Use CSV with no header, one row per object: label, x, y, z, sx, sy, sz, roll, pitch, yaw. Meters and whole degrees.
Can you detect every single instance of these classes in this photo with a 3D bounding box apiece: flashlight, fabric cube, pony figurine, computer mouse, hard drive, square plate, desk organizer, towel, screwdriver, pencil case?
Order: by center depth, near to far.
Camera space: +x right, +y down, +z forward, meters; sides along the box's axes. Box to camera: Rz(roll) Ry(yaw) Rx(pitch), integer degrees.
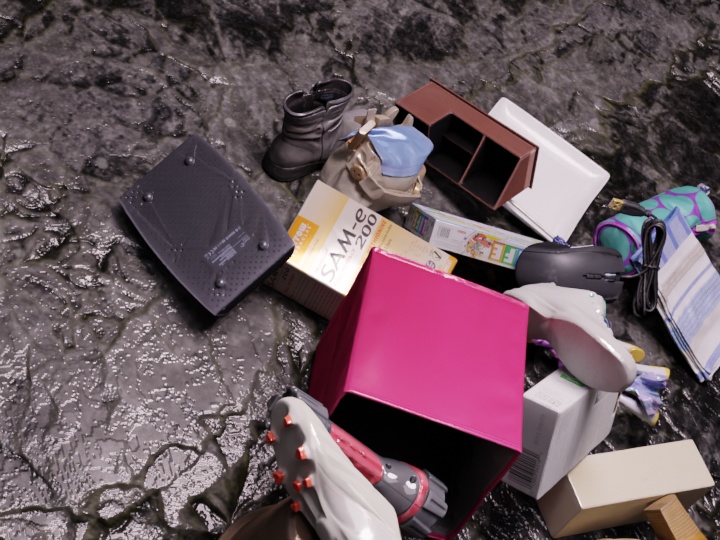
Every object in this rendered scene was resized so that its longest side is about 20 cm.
flashlight,-0.003,0.188,1.214,0.200,0.067,0.068,39,37,-26
fabric cube,0.052,0.136,1.342,0.194,0.201,0.201,19,46,-10
hard drive,-0.175,-0.051,1.441,0.135,0.042,0.200,-41,67,-5
pony figurine,0.274,0.116,1.520,0.198,0.168,0.193,23,15,-2
computer mouse,0.293,-0.022,1.531,0.198,0.046,0.142,10,94,-15
screwdriver,0.248,-0.055,1.671,0.200,0.029,0.028,42,78,-2
desk organizer,0.138,-0.171,1.678,0.077,0.072,0.199,-32,55,-31
towel,0.447,0.031,1.679,0.147,0.024,0.201,-41,103,-38
pencil case,0.418,-0.057,1.752,0.199,0.086,0.092,-22,33,-36
square plate,0.238,-0.138,1.769,0.197,0.029,0.200,37,47,5

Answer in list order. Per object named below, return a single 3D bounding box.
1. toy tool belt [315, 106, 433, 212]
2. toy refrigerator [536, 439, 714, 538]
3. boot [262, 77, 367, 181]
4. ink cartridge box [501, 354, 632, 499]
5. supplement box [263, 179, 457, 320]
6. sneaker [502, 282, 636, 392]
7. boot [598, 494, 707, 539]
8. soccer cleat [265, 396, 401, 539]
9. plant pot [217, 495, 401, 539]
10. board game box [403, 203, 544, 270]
toy tool belt,0.038,-0.148,1.586,0.124,0.124,0.199,36,32,21
toy refrigerator,0.307,0.251,1.457,0.198,0.076,0.070,-4,56,-28
boot,-0.031,-0.195,1.611,0.070,0.132,0.199,45,48,16
ink cartridge box,0.231,0.160,1.378,0.050,0.110,0.199,23,27,27
supplement box,0.000,0.000,1.495,0.199,0.074,0.127,29,59,-2
sneaker,0.244,0.058,1.360,0.088,0.076,0.200,-22,35,-25
boot,0.316,0.358,1.383,0.200,0.071,0.145,-28,89,-19
soccer cleat,-0.018,0.201,1.110,0.077,0.069,0.201,-15,69,-40
plant pot,-0.040,0.291,1.188,0.198,0.175,0.202,14,49,-17
board game box,0.166,-0.034,1.593,0.198,0.035,0.134,15,9,-14
